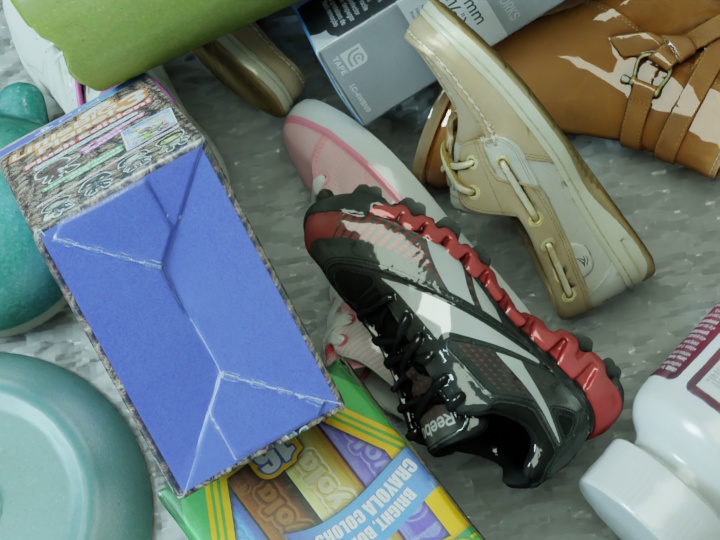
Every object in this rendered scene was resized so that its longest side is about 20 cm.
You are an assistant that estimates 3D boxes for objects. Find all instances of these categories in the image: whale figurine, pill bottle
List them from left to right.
[{"bbox_3d":[-0.241,-0.052,1.558,0.200,0.104,0.159,39,80,16],"label":"whale figurine"},{"bbox_3d":[0.215,0.071,1.460,0.110,0.110,0.200,41,81,17],"label":"pill bottle"}]

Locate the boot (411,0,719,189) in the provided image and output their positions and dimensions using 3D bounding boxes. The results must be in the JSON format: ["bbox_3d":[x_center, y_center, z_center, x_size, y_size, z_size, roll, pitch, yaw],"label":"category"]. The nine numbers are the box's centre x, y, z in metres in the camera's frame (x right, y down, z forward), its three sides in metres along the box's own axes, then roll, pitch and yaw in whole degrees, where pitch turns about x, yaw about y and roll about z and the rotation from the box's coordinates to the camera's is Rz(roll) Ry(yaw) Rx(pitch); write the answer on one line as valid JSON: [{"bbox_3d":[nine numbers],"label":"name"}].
[{"bbox_3d":[0.136,-0.093,1.548,0.155,0.074,0.200,37,84,11],"label":"boot"}]

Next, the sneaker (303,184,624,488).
[{"bbox_3d":[0.043,0.040,1.438,0.200,0.071,0.098,40,57,-6],"label":"sneaker"}]

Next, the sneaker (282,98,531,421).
[{"bbox_3d":[0.000,0.000,1.527,0.105,0.075,0.200,-38,75,-12],"label":"sneaker"}]

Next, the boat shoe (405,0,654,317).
[{"bbox_3d":[0.080,-0.054,1.477,0.069,0.074,0.200,-38,110,4],"label":"boat shoe"}]

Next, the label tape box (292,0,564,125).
[{"bbox_3d":[0.054,-0.186,1.542,0.200,0.066,0.143,-33,35,6],"label":"label tape box"}]

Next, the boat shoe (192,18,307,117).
[{"bbox_3d":[-0.088,-0.172,1.594,0.069,0.074,0.200,-39,65,-8],"label":"boat shoe"}]

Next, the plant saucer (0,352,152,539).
[{"bbox_3d":[-0.217,0.136,1.528,0.199,0.036,0.200,-2,71,5],"label":"plant saucer"}]

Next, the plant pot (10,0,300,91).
[{"bbox_3d":[-0.096,-0.194,1.456,0.190,0.200,0.200,-34,70,8],"label":"plant pot"}]

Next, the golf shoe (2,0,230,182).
[{"bbox_3d":[-0.145,-0.113,1.576,0.075,0.092,0.200,-37,70,-5],"label":"golf shoe"}]

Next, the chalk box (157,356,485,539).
[{"bbox_3d":[0.006,0.172,1.443,0.124,0.125,0.200,-35,70,-6],"label":"chalk box"}]

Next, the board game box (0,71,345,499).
[{"bbox_3d":[-0.103,0.002,1.423,0.097,0.200,0.160,-29,107,-5],"label":"board game box"}]
